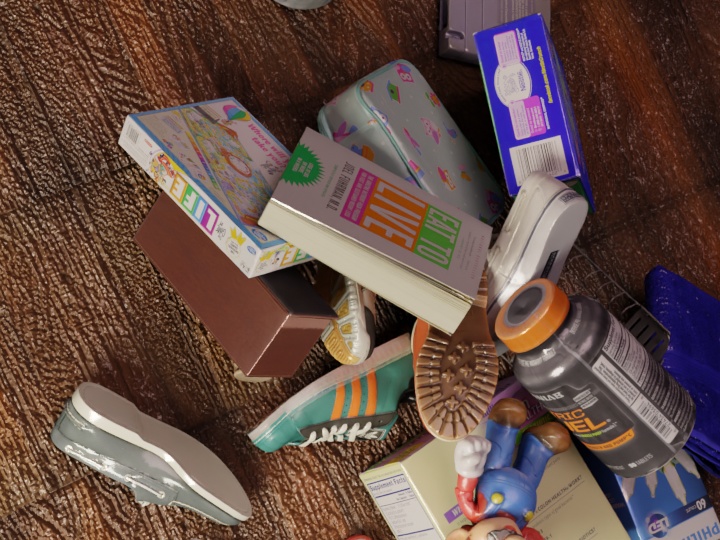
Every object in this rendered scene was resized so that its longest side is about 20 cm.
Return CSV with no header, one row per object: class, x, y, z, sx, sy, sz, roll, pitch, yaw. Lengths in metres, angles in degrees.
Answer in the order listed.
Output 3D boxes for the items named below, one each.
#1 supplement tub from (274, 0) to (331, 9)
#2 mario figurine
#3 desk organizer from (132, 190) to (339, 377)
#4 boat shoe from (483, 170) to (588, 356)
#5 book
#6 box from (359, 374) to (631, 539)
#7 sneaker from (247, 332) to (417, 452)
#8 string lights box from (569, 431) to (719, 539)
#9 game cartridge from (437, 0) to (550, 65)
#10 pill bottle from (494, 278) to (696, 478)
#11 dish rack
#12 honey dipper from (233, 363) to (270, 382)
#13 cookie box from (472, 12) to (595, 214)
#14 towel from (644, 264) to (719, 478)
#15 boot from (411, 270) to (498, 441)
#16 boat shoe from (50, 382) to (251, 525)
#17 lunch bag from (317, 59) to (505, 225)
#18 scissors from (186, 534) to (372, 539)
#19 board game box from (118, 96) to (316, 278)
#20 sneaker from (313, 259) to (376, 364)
supplement tub,-0.030,-0.348,1.542,0.122,0.200,0.123,7,72,-23
mario figurine,0.140,0.215,1.407,0.123,0.106,0.201,10,59,14
desk organizer,-0.119,0.005,1.445,0.200,0.077,0.072,47,23,29
boat shoe,0.145,-0.006,1.494,0.071,0.201,0.070,-16,49,-42
book,0.017,-0.041,1.422,0.199,0.048,0.134,27,37,-5
box,0.131,0.231,1.516,0.176,0.097,0.200,-32,91,-29
sneaker,-0.011,0.133,1.490,0.200,0.071,0.080,-27,84,-30
string lights box,0.285,0.201,1.618,0.102,0.059,0.201,-20,85,-29
game cartridge,0.147,-0.315,1.713,0.129,0.038,0.201,11,71,-26
pill bottle,0.213,0.095,1.462,0.200,0.106,0.106,43,62,-22
dish rack,0.198,0.055,1.558,0.200,0.055,0.154,44,103,13
honey dipper,-0.099,0.006,1.506,0.038,0.038,0.201,10,69,-23
cookie box,0.179,-0.145,1.587,0.075,0.200,0.172,-14,79,11
towel,0.355,0.105,1.640,0.147,0.049,0.201,31,48,-38
boot,0.081,0.086,1.464,0.075,0.107,0.201,10,52,-6
boat shoe,-0.188,0.177,1.413,0.200,0.073,0.062,36,107,-20
lunch bag,0.054,-0.105,1.561,0.200,0.077,0.160,57,30,-5
scissors,-0.065,0.282,1.455,0.199,0.014,0.074,5,76,-26
board game box,-0.111,-0.081,1.450,0.134,0.034,0.200,-16,52,-45
sneaker,0.000,0.000,1.509,0.087,0.076,0.201,9,53,-31
